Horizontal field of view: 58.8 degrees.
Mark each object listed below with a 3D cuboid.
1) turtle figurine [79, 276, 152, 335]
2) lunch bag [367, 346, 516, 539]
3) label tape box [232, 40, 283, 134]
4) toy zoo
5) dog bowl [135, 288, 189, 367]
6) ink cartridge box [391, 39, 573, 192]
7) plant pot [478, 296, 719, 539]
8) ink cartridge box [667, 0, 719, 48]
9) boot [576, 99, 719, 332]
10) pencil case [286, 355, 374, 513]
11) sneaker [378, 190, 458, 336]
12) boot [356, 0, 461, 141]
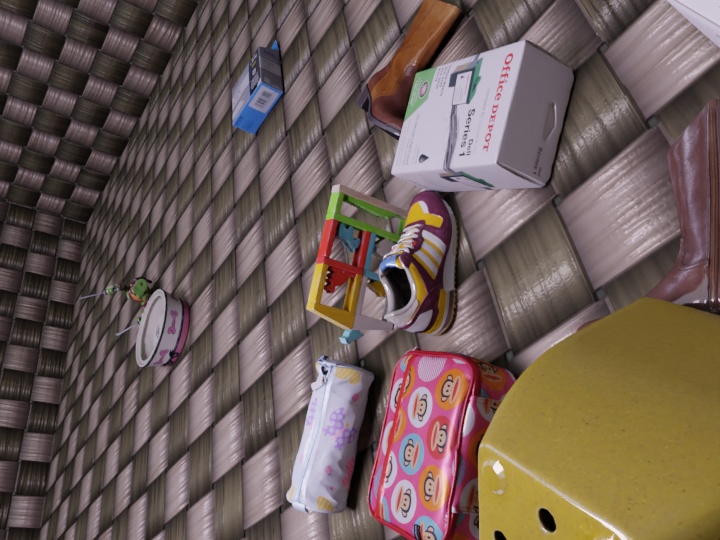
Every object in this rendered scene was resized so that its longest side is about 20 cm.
[{"bbox_3d":[-0.654,0.098,1.822,0.193,0.200,0.145,-12,100,50],"label":"turtle figurine"},{"bbox_3d":[0.080,0.189,0.705,0.176,0.082,0.201,-5,70,60],"label":"lunch bag"},{"bbox_3d":[-0.250,-0.448,1.524,0.143,0.066,0.201,-44,43,38],"label":"label tape box"},{"bbox_3d":[0.000,0.000,0.863,0.020,0.131,0.201,-3,72,56],"label":"toy zoo"},{"bbox_3d":[-0.497,0.151,1.614,0.200,0.074,0.201,-30,51,46],"label":"dog bowl"},{"bbox_3d":[0.140,-0.177,0.774,0.200,0.084,0.147,7,81,58],"label":"ink cartridge box"},{"bbox_3d":[0.181,0.148,0.390,0.195,0.199,0.195,23,120,59],"label":"plant pot"},{"bbox_3d":[0.323,-0.143,0.417,0.083,0.146,0.200,-52,38,27],"label":"ink cartridge box"},{"bbox_3d":[0.263,-0.033,0.534,0.186,0.064,0.201,-11,69,41],"label":"boot"},{"bbox_3d":[-0.040,0.220,0.861,0.083,0.091,0.201,10,84,18],"label":"pencil case"},{"bbox_3d":[0.069,-0.021,0.805,0.075,0.090,0.201,-32,51,47],"label":"sneaker"},{"bbox_3d":[0.090,-0.297,0.954,0.200,0.068,0.189,-52,29,18],"label":"boot"}]
